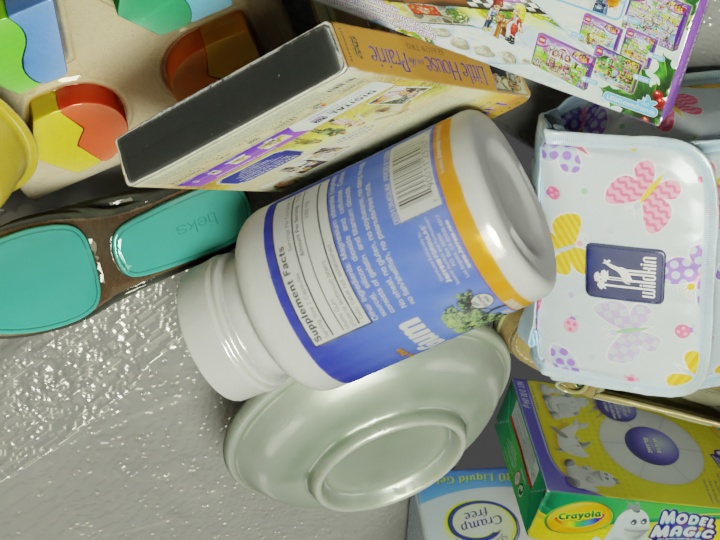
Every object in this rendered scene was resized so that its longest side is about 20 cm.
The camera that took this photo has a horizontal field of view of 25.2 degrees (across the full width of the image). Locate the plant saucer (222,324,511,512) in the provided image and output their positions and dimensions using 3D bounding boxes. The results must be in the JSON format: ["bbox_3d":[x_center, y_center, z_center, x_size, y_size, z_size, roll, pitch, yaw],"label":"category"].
[{"bbox_3d":[0.012,0.106,1.035,0.198,0.051,0.201,-17,147,-11],"label":"plant saucer"}]

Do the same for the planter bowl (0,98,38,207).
[{"bbox_3d":[-0.277,-0.044,0.854,0.198,0.084,0.201,6,156,2],"label":"planter bowl"}]

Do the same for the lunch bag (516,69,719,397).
[{"bbox_3d":[0.195,-0.021,0.962,0.198,0.127,0.171,-6,117,-13],"label":"lunch bag"}]

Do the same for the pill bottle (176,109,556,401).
[{"bbox_3d":[0.000,0.000,0.904,0.198,0.113,0.112,-25,125,20],"label":"pill bottle"}]

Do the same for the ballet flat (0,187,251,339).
[{"bbox_3d":[-0.157,-0.010,0.935,0.198,0.068,0.069,-17,107,-27],"label":"ballet flat"}]

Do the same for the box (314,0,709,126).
[{"bbox_3d":[0.077,-0.170,0.780,0.198,0.039,0.138,22,117,14],"label":"box"}]

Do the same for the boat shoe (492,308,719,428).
[{"bbox_3d":[0.183,0.061,1.069,0.199,0.063,0.074,19,119,-20],"label":"boat shoe"}]

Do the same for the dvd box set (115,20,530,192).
[{"bbox_3d":[-0.014,-0.082,0.866,0.145,0.030,0.199,-24,169,31],"label":"dvd box set"}]

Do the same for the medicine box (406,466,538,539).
[{"bbox_3d":[0.133,0.234,1.093,0.180,0.201,0.104,-3,125,-7],"label":"medicine box"}]

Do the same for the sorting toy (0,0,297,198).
[{"bbox_3d":[-0.130,-0.117,0.865,0.183,0.037,0.200,-23,149,3],"label":"sorting toy"}]

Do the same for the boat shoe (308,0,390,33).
[{"bbox_3d":[-0.004,-0.188,0.867,0.066,0.074,0.201,-14,125,7],"label":"boat shoe"}]

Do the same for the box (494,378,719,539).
[{"bbox_3d":[0.199,0.136,1.090,0.198,0.118,0.049,9,123,-16],"label":"box"}]
